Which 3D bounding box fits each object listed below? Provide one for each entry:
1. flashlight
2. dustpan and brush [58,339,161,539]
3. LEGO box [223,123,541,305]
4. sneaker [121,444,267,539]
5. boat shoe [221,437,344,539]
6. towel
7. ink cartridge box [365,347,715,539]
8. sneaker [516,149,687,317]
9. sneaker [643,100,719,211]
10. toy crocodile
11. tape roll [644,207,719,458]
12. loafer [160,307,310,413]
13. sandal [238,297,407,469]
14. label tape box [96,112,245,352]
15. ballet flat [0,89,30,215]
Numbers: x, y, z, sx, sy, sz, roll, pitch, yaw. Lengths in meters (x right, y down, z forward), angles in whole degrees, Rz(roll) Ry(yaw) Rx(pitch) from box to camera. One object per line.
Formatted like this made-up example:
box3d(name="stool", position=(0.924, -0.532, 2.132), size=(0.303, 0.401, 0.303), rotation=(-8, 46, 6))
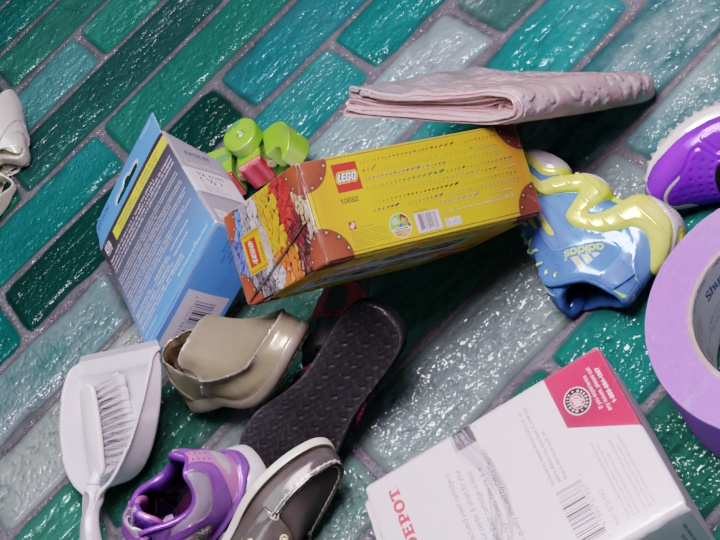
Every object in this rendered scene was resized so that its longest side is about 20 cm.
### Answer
box3d(name="flashlight", position=(0.000, 0.000, 1.137), size=(0.068, 0.067, 0.201), rotation=(-43, 25, 50))
box3d(name="dustpan and brush", position=(-0.228, 0.170, 1.156), size=(0.139, 0.057, 0.202), rotation=(-13, 80, 45))
box3d(name="LEGO box", position=(0.016, -0.044, 1.027), size=(0.149, 0.198, 0.078), rotation=(-27, 79, 60))
box3d(name="sneaker", position=(-0.161, 0.217, 1.041), size=(0.080, 0.088, 0.201), rotation=(41, 100, 41))
box3d(name="boat shoe", position=(-0.075, 0.222, 1.010), size=(0.202, 0.072, 0.060), rotation=(-51, 48, 0))
box3d(name="towel", position=(0.116, -0.148, 1.096), size=(0.190, 0.033, 0.199), rotation=(9, 17, 42))
box3d(name="ink cartridge box", position=(0.119, 0.172, 0.898), size=(0.199, 0.083, 0.146), rotation=(-33, 44, 10))
box3d(name="sneaker", position=(0.153, -0.029, 1.039), size=(0.199, 0.076, 0.106), rotation=(21, 71, 42))
box3d(name="sneaker", position=(0.310, -0.082, 0.975), size=(0.199, 0.070, 0.100), rotation=(-26, 48, 17))
box3d(name="toy crocodile", position=(-0.137, -0.094, 1.299), size=(0.198, 0.068, 0.062), rotation=(-21, 49, 21))
box3d(name="tape roll", position=(0.298, 0.038, 0.893), size=(0.198, 0.066, 0.202), rotation=(-20, 47, 22))
box3d(name="loafer", position=(-0.113, 0.072, 1.099), size=(0.199, 0.068, 0.076), rotation=(-27, 28, 53))
box3d(name="sandal", position=(-0.026, 0.102, 1.056), size=(0.075, 0.045, 0.200), rotation=(41, 112, 6))
box3d(name="label tape box", position=(-0.176, -0.035, 1.245), size=(0.144, 0.066, 0.200), rotation=(-59, 38, 21))
box3d(name="ballet flat", position=(-0.422, -0.117, 1.530), size=(0.069, 0.069, 0.202), rotation=(2, 62, 36))
